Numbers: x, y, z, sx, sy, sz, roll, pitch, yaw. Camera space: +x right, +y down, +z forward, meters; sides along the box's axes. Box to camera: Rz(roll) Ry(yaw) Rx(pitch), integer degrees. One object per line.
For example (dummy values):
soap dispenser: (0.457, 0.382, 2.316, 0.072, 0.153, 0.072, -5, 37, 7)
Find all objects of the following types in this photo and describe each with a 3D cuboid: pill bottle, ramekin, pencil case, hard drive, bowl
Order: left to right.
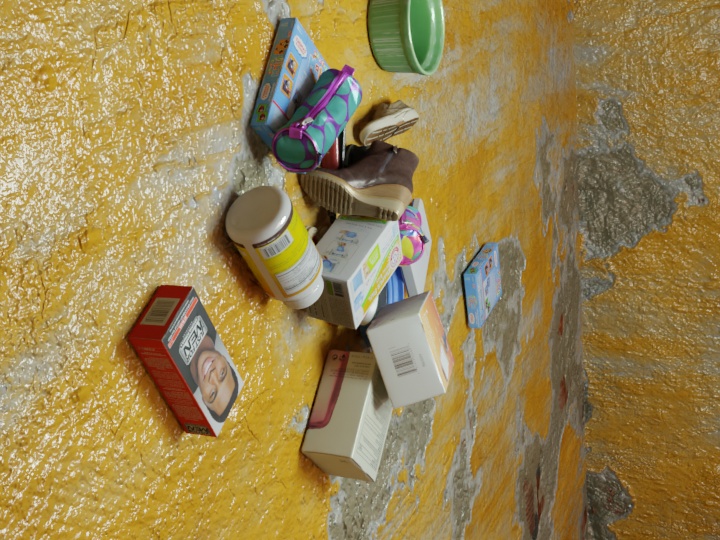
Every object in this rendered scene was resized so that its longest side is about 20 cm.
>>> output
pill bottle: (-0.126, -0.029, 1.488, 0.201, 0.107, 0.111, 63, 39, -46)
pencil case: (-0.066, -0.245, 1.537, 0.093, 0.084, 0.201, 109, 7, -47)
bowl: (0.040, 0.059, 1.907, 0.200, 0.039, 0.206, 1, 90, -70)
pencil case: (0.087, -0.075, 1.888, 0.200, 0.086, 0.090, -90, 176, -75)
ramekin: (0.092, -0.495, 1.915, 0.199, 0.096, 0.205, 3, 90, -65)
hard drive: (0.121, -0.039, 2.056, 0.202, 0.025, 0.134, -76, 157, -45)

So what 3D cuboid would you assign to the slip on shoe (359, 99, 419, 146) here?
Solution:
slip on shoe: (0.048, -0.300, 1.891, 0.061, 0.076, 0.199, 51, 39, 6)

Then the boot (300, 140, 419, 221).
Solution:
boot: (0.002, -0.172, 1.689, 0.073, 0.196, 0.168, 110, -2, -46)

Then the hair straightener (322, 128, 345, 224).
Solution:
hair straightener: (-0.036, -0.172, 1.737, 0.077, 0.040, 0.205, -19, 105, -63)

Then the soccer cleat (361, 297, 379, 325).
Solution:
soccer cleat: (0.000, 0.000, 1.778, 0.072, 0.068, 0.204, 23, 58, -27)

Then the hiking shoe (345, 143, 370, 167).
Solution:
hiking shoe: (0.023, -0.146, 1.815, 0.075, 0.085, 0.203, -60, 143, -43)

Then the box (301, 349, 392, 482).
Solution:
box: (-0.016, 0.266, 1.747, 0.128, 0.107, 0.204, 55, 45, -52)

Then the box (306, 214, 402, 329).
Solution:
box: (-0.013, -0.013, 1.669, 0.201, 0.099, 0.114, -55, 147, -39)

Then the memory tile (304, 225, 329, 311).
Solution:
memory tile: (-0.055, -0.006, 1.746, 0.199, 0.016, 0.157, -10, 101, -64)

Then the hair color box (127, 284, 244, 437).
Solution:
hair color box: (-0.238, 0.128, 1.323, 0.202, 0.060, 0.103, 70, 33, -40)

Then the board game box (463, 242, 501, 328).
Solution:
board game box: (0.325, 0.037, 2.507, 0.200, 0.036, 0.154, -45, 132, -54)

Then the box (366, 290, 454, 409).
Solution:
box: (0.097, 0.142, 1.762, 0.200, 0.104, 0.155, -48, 118, -75)

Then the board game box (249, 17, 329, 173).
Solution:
board game box: (-0.111, -0.288, 1.577, 0.151, 0.036, 0.204, 48, 51, -56)
